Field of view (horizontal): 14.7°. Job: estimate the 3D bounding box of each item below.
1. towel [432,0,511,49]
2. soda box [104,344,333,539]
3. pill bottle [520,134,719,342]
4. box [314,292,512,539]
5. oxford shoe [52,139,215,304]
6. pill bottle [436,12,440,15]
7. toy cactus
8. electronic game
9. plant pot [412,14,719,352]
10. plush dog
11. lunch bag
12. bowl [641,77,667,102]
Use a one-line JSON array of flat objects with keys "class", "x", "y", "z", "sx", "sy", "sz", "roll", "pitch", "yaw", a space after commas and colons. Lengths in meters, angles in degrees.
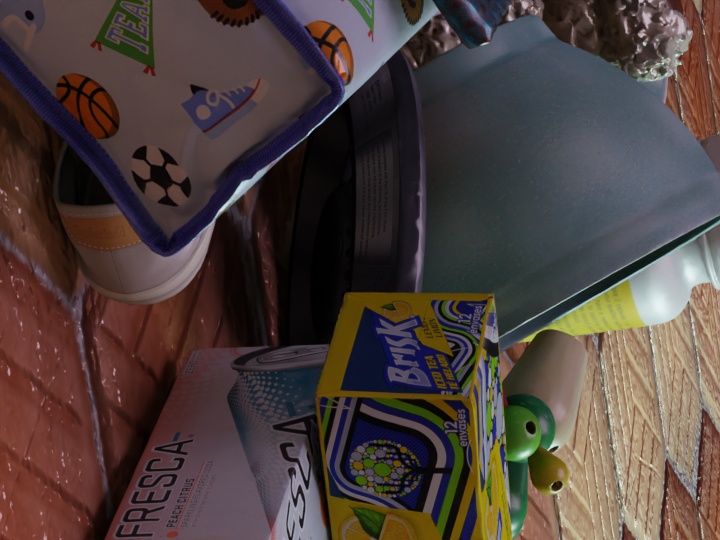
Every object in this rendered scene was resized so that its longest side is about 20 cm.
[{"class": "towel", "x": -0.004, "y": -0.183, "z": 0.984, "sx": 0.200, "sy": 0.022, "sz": 0.147, "roll": 52, "pitch": 29, "yaw": -14}, {"class": "soda box", "x": -0.053, "y": 0.104, "z": 1.073, "sx": 0.200, "sy": 0.068, "sz": 0.064, "roll": -71, "pitch": 156, "yaw": -59}, {"class": "pill bottle", "x": 0.117, "y": -0.021, "z": 1.505, "sx": 0.111, "sy": 0.199, "sz": 0.112, "roll": -7, "pitch": 90, "yaw": -74}, {"class": "box", "x": 0.026, "y": 0.109, "z": 1.133, "sx": 0.070, "sy": 0.064, "sz": 0.201, "roll": -74, "pitch": 162, "yaw": -52}, {"class": "oxford shoe", "x": -0.078, "y": -0.085, "z": 1.072, "sx": 0.058, "sy": 0.075, "sz": 0.201, "roll": 60, "pitch": 31, "yaw": -57}, {"class": "pill bottle", "x": -0.008, "y": -0.219, "z": 1.309, "sx": 0.114, "sy": 0.113, "sz": 0.201, "roll": -55, "pitch": 136, "yaw": -68}, {"class": "toy cactus", "x": 0.068, "y": 0.103, "z": 1.439, "sx": 0.201, "sy": 0.102, "sz": 0.166, "roll": 85, "pitch": 26, "yaw": -52}, {"class": "electronic game", "x": 0.000, "y": 0.000, "z": 1.237, "sx": 0.200, "sy": 0.041, "sz": 0.202, "roll": -175, "pitch": -90, "yaw": -80}, {"class": "plant pot", "x": 0.067, "y": -0.039, "z": 1.359, "sx": 0.135, "sy": 0.200, "sz": 0.200, "roll": 60, "pitch": 15, "yaw": 4}, {"class": "plush dog", "x": 0.055, "y": -0.143, "z": 1.514, "sx": 0.200, "sy": 0.160, "sz": 0.172, "roll": 51, "pitch": 30, "yaw": 7}, {"class": "lunch bag", "x": -0.068, "y": -0.137, "z": 0.981, "sx": 0.200, "sy": 0.124, "sz": 0.170, "roll": 48, "pitch": 31, "yaw": -3}, {"class": "bowl", "x": 0.131, "y": -0.193, "z": 1.817, "sx": 0.201, "sy": 0.104, "sz": 0.202, "roll": -8, "pitch": 90, "yaw": -74}]
